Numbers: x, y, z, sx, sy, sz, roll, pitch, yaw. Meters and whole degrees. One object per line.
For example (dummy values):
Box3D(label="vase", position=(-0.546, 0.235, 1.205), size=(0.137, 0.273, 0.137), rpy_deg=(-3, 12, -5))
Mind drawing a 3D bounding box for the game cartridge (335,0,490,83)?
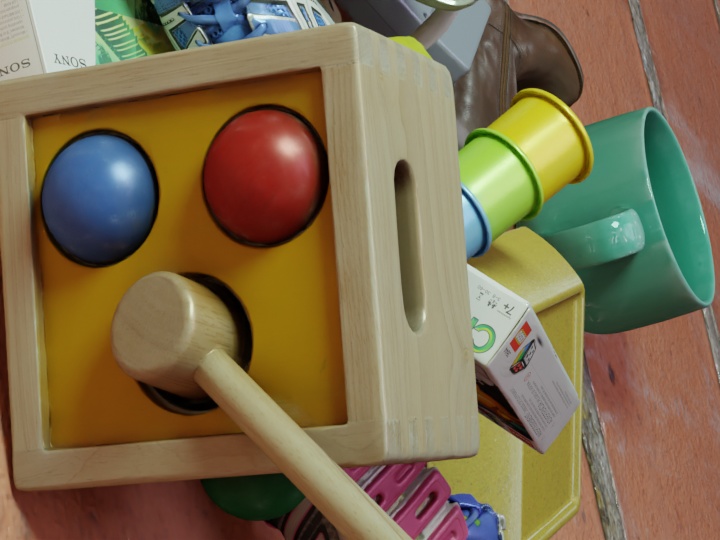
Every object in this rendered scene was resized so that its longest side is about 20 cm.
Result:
Box3D(label="game cartridge", position=(0.001, -0.205, 1.176), size=(0.200, 0.040, 0.134), rpy_deg=(50, 24, -15))

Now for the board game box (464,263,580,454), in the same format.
Box3D(label="board game box", position=(0.000, 0.000, 0.873), size=(0.035, 0.199, 0.126), rpy_deg=(-53, 154, -9))

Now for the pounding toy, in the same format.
Box3D(label="pounding toy", position=(-0.041, 0.019, 0.738), size=(0.142, 0.182, 0.202), rpy_deg=(9, 75, -66))

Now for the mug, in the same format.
Box3D(label="mug", position=(0.174, -0.037, 1.431), size=(0.185, 0.113, 0.153), rpy_deg=(40, 39, -53))

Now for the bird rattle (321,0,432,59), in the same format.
Box3D(label="bird rattle", position=(-0.058, -0.153, 1.018), size=(0.200, 0.112, 0.163), rpy_deg=(52, 16, -17))

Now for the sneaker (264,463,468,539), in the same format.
Box3D(label="sneaker", position=(-0.016, 0.100, 0.891), size=(0.074, 0.087, 0.201), rpy_deg=(-39, 114, -38))

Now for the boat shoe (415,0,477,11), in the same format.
Box3D(label="boat shoe", position=(0.000, -0.205, 0.999), size=(0.200, 0.075, 0.068), rpy_deg=(42, 7, -19))

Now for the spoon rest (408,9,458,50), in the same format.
Box3D(label="spoon rest", position=(-0.002, -0.217, 1.075), size=(0.201, 0.060, 0.099), rpy_deg=(56, 2, -10))

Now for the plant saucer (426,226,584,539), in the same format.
Box3D(label="plant saucer", position=(0.090, 0.083, 1.142), size=(0.200, 0.048, 0.202), rpy_deg=(-18, 110, -69))

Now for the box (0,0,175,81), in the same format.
Box3D(label="box", position=(-0.135, -0.163, 0.865), size=(0.144, 0.036, 0.202), rpy_deg=(0, 75, -68))

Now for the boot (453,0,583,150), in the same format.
Box3D(label="boot", position=(0.101, -0.104, 1.367), size=(0.186, 0.064, 0.201), rpy_deg=(37, 36, -37))

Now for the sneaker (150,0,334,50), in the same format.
Box3D(label="sneaker", position=(-0.051, -0.118, 0.878), size=(0.200, 0.075, 0.077), rpy_deg=(52, 16, -40))

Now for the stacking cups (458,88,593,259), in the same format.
Box3D(label="stacking cups", position=(0.038, -0.016, 1.026), size=(0.200, 0.060, 0.061), rpy_deg=(-41, 118, -27))

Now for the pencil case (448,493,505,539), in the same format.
Box3D(label="pencil case", position=(0.057, 0.207, 0.999), size=(0.078, 0.086, 0.202), rpy_deg=(-113, -177, -80))
